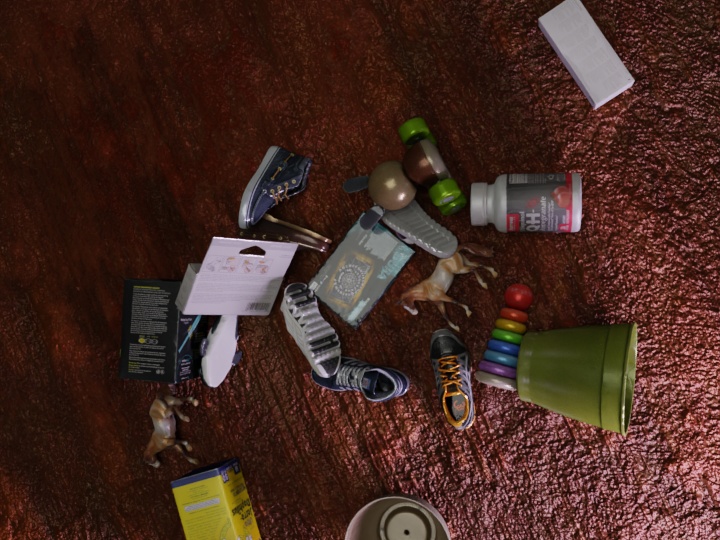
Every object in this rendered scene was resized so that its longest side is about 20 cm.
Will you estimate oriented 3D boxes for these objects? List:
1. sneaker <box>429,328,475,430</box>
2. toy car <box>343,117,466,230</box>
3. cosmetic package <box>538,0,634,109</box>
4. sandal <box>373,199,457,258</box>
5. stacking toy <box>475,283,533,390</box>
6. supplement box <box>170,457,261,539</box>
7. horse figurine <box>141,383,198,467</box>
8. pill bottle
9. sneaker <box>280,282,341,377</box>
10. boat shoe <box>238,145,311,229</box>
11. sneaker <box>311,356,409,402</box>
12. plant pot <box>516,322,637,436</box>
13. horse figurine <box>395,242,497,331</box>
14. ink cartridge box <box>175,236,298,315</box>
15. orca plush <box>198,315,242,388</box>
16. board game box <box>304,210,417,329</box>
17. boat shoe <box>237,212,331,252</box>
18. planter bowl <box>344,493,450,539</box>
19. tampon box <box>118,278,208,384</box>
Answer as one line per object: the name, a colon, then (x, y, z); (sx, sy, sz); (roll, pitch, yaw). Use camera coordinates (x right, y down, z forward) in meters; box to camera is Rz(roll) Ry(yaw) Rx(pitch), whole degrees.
sneaker: (0.178, 0.210, 1.510); (0.078, 0.077, 0.200); (-16, 84, 13)
toy car: (0.073, -0.162, 1.499); (0.200, 0.158, 0.164); (-27, 75, 10)
cosmetic package: (0.424, -0.412, 1.483); (0.083, 0.051, 0.200); (-32, 83, 12)
sandal: (0.101, -0.085, 1.542); (0.082, 0.050, 0.203); (-36, 65, -26)
stacking toy: (0.281, 0.121, 1.490); (0.085, 0.085, 0.200); (14, 88, 12)
supplement box: (-0.287, 0.497, 1.586); (0.109, 0.109, 0.200); (-18, 86, 11)
horse figurine: (-0.395, 0.318, 1.624); (0.132, 0.050, 0.200); (8, 104, 32)
pill bottle: (0.309, -0.126, 1.471); (0.200, 0.111, 0.111); (0, 89, 12)
sneaker: (-0.102, 0.125, 1.561); (0.081, 0.075, 0.200); (-49, 59, 48)
boat shoe: (-0.168, -0.161, 1.563); (0.091, 0.071, 0.200); (16, 63, 10)
sneaker: (-0.010, 0.211, 1.532); (0.200, 0.108, 0.070); (6, 90, 12)
plant pot: (0.388, 0.182, 1.419); (0.193, 0.200, 0.201); (5, 90, 23)
horse figurine: (0.178, 0.021, 1.526); (0.132, 0.050, 0.200); (35, 96, 11)
ink cartridge box: (-0.238, 0.005, 1.524); (0.045, 0.200, 0.176); (45, 119, 40)
orca plush: (-0.304, 0.138, 1.619); (0.071, 0.105, 0.200); (3, 93, 43)
board game box: (0.000, 0.000, 1.576); (0.135, 0.028, 0.200); (39, 96, 10)
boat shoe: (-0.156, -0.067, 1.591); (0.200, 0.070, 0.070); (19, 86, 20)
planter bowl: (0.081, 0.514, 1.493); (0.200, 0.135, 0.200); (0, 89, 13)
tampon box: (-0.396, 0.118, 1.596); (0.126, 0.150, 0.200); (4, 89, 12)
